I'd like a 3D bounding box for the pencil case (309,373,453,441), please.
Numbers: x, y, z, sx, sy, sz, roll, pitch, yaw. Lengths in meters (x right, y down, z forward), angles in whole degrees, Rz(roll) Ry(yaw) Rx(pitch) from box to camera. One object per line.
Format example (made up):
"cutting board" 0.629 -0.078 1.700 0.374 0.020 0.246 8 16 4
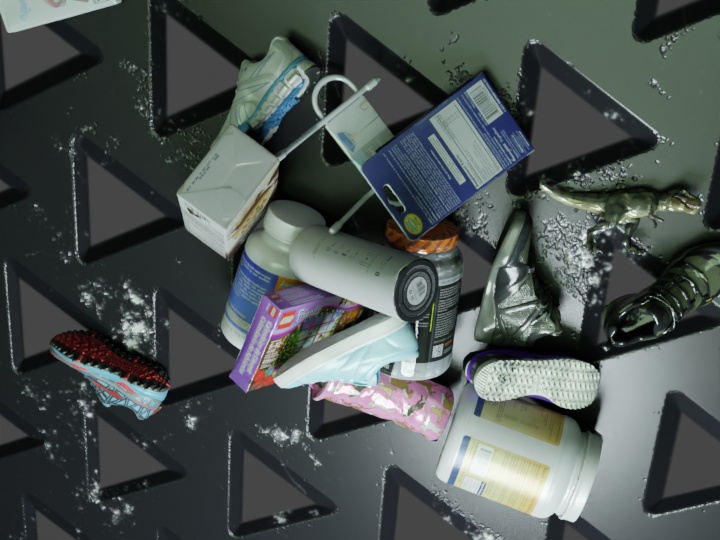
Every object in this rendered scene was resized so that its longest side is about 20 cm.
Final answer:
"pencil case" 0.031 0.172 1.397 0.199 0.083 0.087 22 110 -16

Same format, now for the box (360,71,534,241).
"box" 0.106 -0.142 1.261 0.200 0.032 0.121 -37 100 -6

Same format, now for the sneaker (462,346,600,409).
"sneaker" 0.228 0.136 1.365 0.199 0.099 0.070 9 100 -21

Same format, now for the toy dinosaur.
"toy dinosaur" 0.326 -0.066 1.272 0.198 0.047 0.089 4 98 14

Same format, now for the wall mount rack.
"wall mount rack" -0.010 -0.150 1.291 0.173 0.075 0.200 -39 98 -2

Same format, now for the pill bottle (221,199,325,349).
"pill bottle" -0.116 0.009 1.386 0.111 0.112 0.201 24 116 5

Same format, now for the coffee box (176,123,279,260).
"coffee box" -0.169 -0.095 1.297 0.080 0.200 0.113 36 79 1

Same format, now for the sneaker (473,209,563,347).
"sneaker" 0.222 0.017 1.319 0.113 0.076 0.201 13 117 8

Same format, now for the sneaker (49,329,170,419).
"sneaker" -0.398 0.169 1.547 0.199 0.079 0.096 27 118 4

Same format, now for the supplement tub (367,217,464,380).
"supplement tub" 0.073 0.034 1.339 0.122 0.123 0.201 11 114 11

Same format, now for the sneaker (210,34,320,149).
"sneaker" -0.141 -0.230 1.331 0.200 0.075 0.087 -43 76 26

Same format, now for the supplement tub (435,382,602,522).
"supplement tub" 0.217 0.251 1.374 0.199 0.144 0.145 20 115 7

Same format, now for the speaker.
"speaker" 0.000 0.000 1.256 0.199 0.081 0.082 19 120 44

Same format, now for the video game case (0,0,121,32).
"video game case" -0.431 -0.438 1.342 0.181 0.024 0.201 -9 109 19

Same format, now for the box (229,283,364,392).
"box" -0.077 0.081 1.358 0.039 0.199 0.137 38 119 26

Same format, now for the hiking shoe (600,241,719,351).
"hiking shoe" 0.395 0.042 1.265 0.200 0.101 0.076 -39 98 25

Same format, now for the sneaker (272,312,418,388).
"sneaker" -0.017 0.123 1.285 0.199 0.074 0.082 -25 98 18
